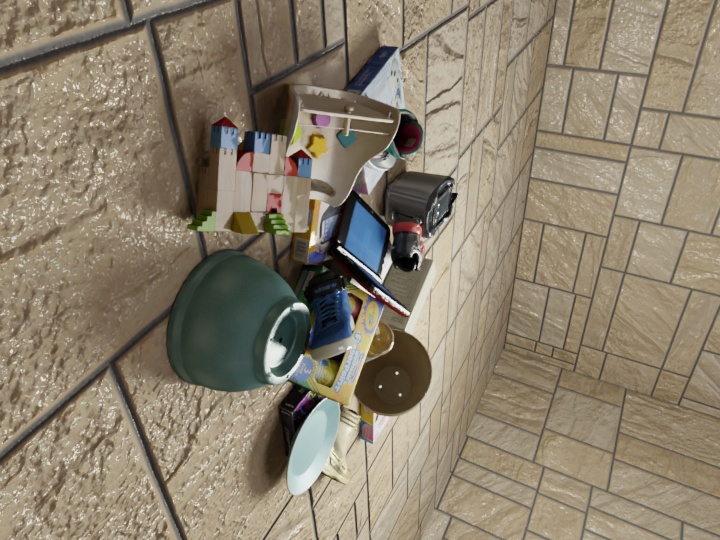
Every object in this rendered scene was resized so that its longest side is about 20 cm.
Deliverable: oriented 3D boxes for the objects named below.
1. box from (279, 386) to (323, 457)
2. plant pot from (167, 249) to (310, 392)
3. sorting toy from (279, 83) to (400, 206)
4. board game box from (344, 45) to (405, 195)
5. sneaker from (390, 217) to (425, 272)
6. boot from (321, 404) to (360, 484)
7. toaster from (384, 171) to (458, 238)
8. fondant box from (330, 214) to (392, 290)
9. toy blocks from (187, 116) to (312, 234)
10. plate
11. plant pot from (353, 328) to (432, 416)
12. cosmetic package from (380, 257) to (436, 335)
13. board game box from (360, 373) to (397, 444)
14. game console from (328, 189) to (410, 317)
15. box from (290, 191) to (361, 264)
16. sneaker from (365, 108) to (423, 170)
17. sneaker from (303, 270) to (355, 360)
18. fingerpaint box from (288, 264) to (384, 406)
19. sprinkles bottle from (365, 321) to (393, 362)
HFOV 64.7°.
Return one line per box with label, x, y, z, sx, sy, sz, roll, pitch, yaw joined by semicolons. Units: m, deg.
box;-0.095;0.270;1.177;0.200;0.035;0.146;-49;146;-48
plant pot;-0.154;0.084;0.807;0.200;0.132;0.204;-45;142;-50
sorting toy;-0.059;-0.184;0.887;0.197;0.107;0.183;-5;121;-40
board game box;0.028;-0.291;1.104;0.202;0.043;0.201;-58;150;-34
sneaker;0.104;-0.035;1.250;0.201;0.069;0.100;65;29;-69
boot;-0.045;0.402;1.323;0.158;0.072;0.201;-63;149;-18
toaster;0.139;-0.163;1.327;0.200;0.127;0.116;-46;145;-48
fondant box;0.000;0.000;1.201;0.202;0.057;0.145;-64;154;-27
toy blocks;-0.137;-0.124;0.759;0.197;0.099;0.140;-3;102;-46
plate;-0.100;0.347;1.142;0.200;0.025;0.204;-48;147;-47
plant pot;0.074;0.261;1.373;0.135;0.197;0.203;78;35;-63
cosmetic package;0.110;0.062;1.431;0.203;0.102;0.073;-64;155;-21
board game box;0.051;0.344;1.545;0.153;0.040;0.204;-45;143;-49
game console;0.037;-0.027;1.075;0.119;0.172;0.200;-49;147;3
box;-0.055;-0.083;1.048;0.199;0.041;0.122;-15;117;-61
sneaker;0.058;-0.229;1.006;0.200;0.119;0.085;35;74;-64
sneaker;-0.052;0.062;0.882;0.200;0.075;0.114;-62;134;-80
fingerpaint box;-0.062;0.117;1.024;0.166;0.073;0.204;32;73;-36
sprinkles bottle;0.008;0.156;1.179;0.069;0.067;0.200;-64;-172;-22
